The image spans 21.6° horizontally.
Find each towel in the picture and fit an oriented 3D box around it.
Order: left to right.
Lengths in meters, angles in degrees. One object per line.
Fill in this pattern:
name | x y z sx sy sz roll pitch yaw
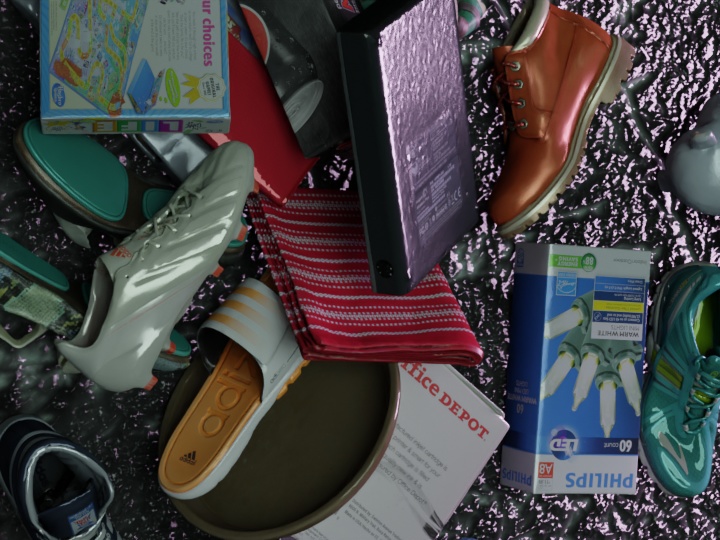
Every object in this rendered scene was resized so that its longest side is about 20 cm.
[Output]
towel | 0.000 0.000 1.412 0.143 0.201 0.023 4 128 -24

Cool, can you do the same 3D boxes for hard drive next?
hard drive | 0.038 -0.103 1.378 0.140 0.033 0.202 -43 133 -51

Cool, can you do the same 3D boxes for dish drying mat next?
dish drying mat | -0.110 -0.139 1.404 0.200 0.018 0.077 43 72 -18

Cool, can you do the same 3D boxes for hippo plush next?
hippo plush | 0.331 -0.060 1.598 0.160 0.160 0.201 28 62 8

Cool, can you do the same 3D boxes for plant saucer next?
plant saucer | -0.057 0.112 1.390 0.201 0.199 0.030 -53 140 -13

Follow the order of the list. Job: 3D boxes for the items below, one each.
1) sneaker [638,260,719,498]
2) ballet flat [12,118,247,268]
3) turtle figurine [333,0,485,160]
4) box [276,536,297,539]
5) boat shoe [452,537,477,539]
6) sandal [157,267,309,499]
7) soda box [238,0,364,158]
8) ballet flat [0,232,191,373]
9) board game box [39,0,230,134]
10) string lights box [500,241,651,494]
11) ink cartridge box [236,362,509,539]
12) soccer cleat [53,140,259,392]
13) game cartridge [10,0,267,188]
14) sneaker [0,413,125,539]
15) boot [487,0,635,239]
sneaker | 0.278 0.093 1.590 0.077 0.080 0.202 3 91 -24
ballet flat | -0.177 -0.042 1.383 0.199 0.068 0.068 27 44 -26
turtle figurine | 0.031 -0.185 1.463 0.148 0.101 0.202 6 99 -14
box | -0.031 0.293 1.420 0.199 0.159 0.046 34 37 -21
boat shoe | 0.100 0.317 1.519 0.072 0.072 0.202 -8 95 -24
sandal | -0.091 0.069 1.381 0.208 0.079 0.059 -61 141 -20
soda box | -0.041 -0.189 1.408 0.063 0.070 0.201 -17 82 -63
ballet flat | -0.220 0.035 1.379 0.199 0.074 0.075 32 79 -20
board game box | -0.162 -0.197 1.347 0.133 0.034 0.202 0 75 -7
string lights box | 0.177 0.080 1.554 0.102 0.059 0.202 3 91 -26
ink cartridge box | -0.002 0.152 1.460 0.146 0.084 0.201 42 74 -23
soccer cleat | -0.141 -0.010 1.330 0.077 0.069 0.201 31 85 -25
game cartridge | -0.148 -0.171 1.414 0.133 0.041 0.200 -46 108 -12
sneaker | -0.196 0.198 1.362 0.070 0.108 0.201 -34 105 -19
boot | 0.135 -0.126 1.527 0.107 0.075 0.201 33 70 -18
